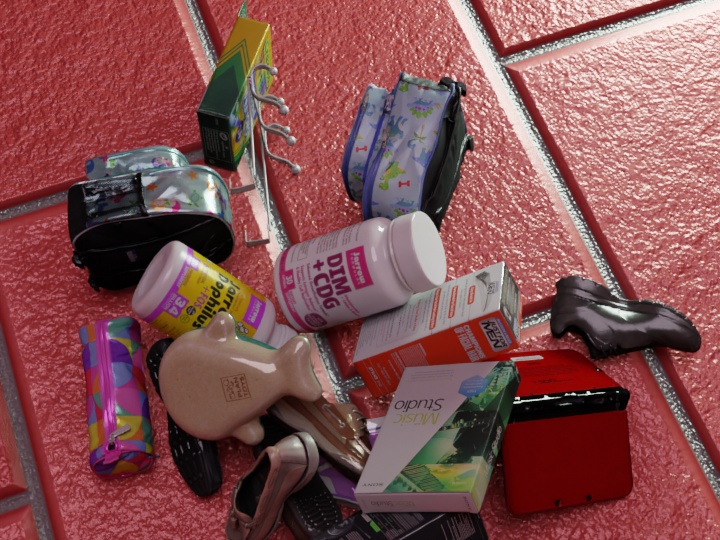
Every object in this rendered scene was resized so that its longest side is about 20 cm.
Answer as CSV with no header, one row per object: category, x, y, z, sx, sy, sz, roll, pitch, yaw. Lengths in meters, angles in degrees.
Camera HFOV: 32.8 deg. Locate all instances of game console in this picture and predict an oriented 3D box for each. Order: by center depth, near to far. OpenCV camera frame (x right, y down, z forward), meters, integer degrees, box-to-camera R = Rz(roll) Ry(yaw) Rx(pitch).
game console,0.223,0.189,1.489,0.197,0.120,0.172,-1,26,-32

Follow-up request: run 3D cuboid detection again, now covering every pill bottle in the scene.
pill bottle,-0.175,0.057,1.510,0.199,0.104,0.105,34,60,-21
pill bottle,0.000,0.000,1.529,0.198,0.113,0.115,-18,57,26

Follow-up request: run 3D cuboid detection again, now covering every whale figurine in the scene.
whale figurine,-0.133,0.120,1.414,0.197,0.104,0.161,-12,99,21

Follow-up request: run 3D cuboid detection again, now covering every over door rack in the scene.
over door rack,-0.122,-0.151,1.638,0.065,0.148,0.203,2,61,7

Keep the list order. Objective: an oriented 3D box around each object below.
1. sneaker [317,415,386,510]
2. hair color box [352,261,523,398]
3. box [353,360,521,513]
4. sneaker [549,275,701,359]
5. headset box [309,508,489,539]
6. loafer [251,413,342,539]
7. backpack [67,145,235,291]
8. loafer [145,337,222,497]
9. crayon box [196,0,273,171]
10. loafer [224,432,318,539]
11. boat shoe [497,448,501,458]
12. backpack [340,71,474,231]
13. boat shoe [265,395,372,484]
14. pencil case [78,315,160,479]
sneaker,0.044,0.235,1.476,0.197,0.073,0.116,-12,64,7
hair color box,0.096,0.073,1.495,0.198,0.064,0.111,-22,25,22
box,0.088,0.184,1.364,0.142,0.037,0.201,-7,38,29
sneaker,0.336,0.078,1.571,0.197,0.076,0.092,17,72,16
headset box,0.048,0.348,1.347,0.198,0.176,0.093,-28,22,-15
loafer,-0.087,0.256,1.459,0.072,0.072,0.201,-3,41,-25
backpack,-0.261,-0.067,1.571,0.197,0.178,0.153,-7,64,2
loafer,-0.203,0.176,1.502,0.070,0.068,0.203,-3,67,-43
crayon box,-0.167,-0.258,1.706,0.051,0.126,0.202,14,62,7
loafer,-0.118,0.251,1.389,0.062,0.201,0.072,-2,51,-38
boat shoe,0.144,0.148,1.541,0.062,0.073,0.202,15,44,-43
backpack,0.057,-0.137,1.616,0.145,0.183,0.203,10,69,15
boat shoe,-0.024,0.187,1.432,0.199,0.076,0.072,35,74,18
pencil case,-0.299,0.155,1.502,0.087,0.089,0.202,-10,60,-6
